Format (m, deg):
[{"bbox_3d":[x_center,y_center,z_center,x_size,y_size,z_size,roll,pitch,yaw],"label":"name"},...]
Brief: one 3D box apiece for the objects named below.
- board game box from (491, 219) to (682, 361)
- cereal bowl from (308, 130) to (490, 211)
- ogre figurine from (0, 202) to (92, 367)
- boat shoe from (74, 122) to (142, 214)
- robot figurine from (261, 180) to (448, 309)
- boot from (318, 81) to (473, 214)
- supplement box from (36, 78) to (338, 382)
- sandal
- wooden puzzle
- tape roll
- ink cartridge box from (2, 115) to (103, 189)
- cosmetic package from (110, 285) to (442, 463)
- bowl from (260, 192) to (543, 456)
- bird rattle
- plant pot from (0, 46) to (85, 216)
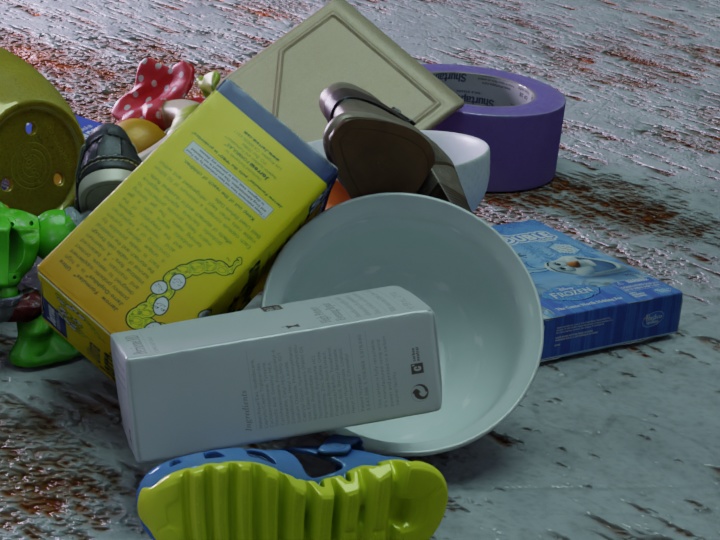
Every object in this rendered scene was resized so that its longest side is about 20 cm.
[{"bbox_3d":[0.135,0.015,1.555,0.200,0.043,0.199,-9,24,-35],"label":"board game box"},{"bbox_3d":[0.021,-0.070,1.663,0.200,0.083,0.200,-4,15,1],"label":"cereal bowl"},{"bbox_3d":[-0.269,0.009,1.344,0.200,0.120,0.098,7,21,0],"label":"ogre figurine"},{"bbox_3d":[-0.190,-0.044,1.424,0.073,0.200,0.063,-5,63,-6],"label":"boat shoe"},{"bbox_3d":[0.001,0.000,1.443,0.200,0.144,0.117,27,40,27],"label":"robot figurine"},{"bbox_3d":[0.008,-0.098,1.379,0.200,0.070,0.146,39,11,-47],"label":"boot"},{"bbox_3d":[-0.123,-0.018,1.296,0.110,0.109,0.200,40,71,7],"label":"supplement box"},{"bbox_3d":[-0.049,0.142,1.136,0.200,0.080,0.087,4,16,-29],"label":"sandal"},{"bbox_3d":[-0.025,-0.170,1.822,0.200,0.037,0.185,-37,67,-26],"label":"wooden puzzle"},{"bbox_3d":[0.116,-0.155,1.939,0.200,0.085,0.200,6,20,-2],"label":"tape roll"},{"bbox_3d":[-0.307,-0.102,1.668,0.094,0.044,0.200,18,22,12],"label":"ink cartridge box"},{"bbox_3d":[-0.057,0.065,1.176,0.200,0.074,0.102,-8,9,-13],"label":"cosmetic package"},{"bbox_3d":[0.025,0.051,1.306,0.201,0.201,0.090,4,-23,-6],"label":"bowl"},{"bbox_3d":[-0.181,-0.120,1.571,0.163,0.113,0.200,-35,35,-22],"label":"bird rattle"},{"bbox_3d":[-0.300,-0.091,1.446,0.200,0.200,0.142,-14,16,-43],"label":"plant pot"}]
